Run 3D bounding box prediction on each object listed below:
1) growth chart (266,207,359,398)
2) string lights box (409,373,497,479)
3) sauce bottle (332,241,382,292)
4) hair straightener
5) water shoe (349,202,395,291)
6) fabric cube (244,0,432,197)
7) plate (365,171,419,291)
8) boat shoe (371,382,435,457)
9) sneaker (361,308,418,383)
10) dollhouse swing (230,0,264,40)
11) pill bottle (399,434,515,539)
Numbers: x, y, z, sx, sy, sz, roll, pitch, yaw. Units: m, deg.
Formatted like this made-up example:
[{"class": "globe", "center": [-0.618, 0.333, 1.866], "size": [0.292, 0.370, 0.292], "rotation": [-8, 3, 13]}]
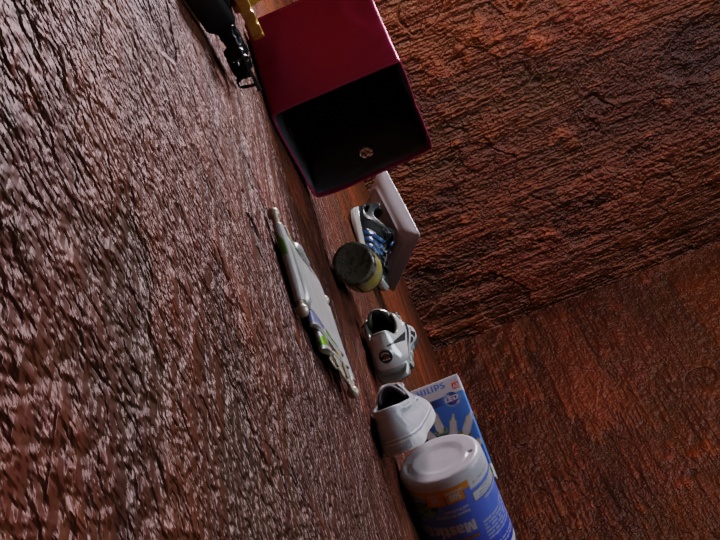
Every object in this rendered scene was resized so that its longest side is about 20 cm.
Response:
[{"class": "growth chart", "center": [-0.044, 0.042, 1.125], "size": [0.200, 0.018, 0.145], "rotation": [63, 8, -56]}, {"class": "string lights box", "center": [0.169, 0.305, 2.009], "size": [0.059, 0.102, 0.201], "rotation": [54, 15, -71]}, {"class": "sauce bottle", "center": [0.000, 0.000, 1.614], "size": [0.200, 0.064, 0.065], "rotation": [53, 16, -82]}, {"class": "hair straightener", "center": [-0.145, -0.241, 1.154], "size": [0.200, 0.041, 0.077], "rotation": [71, 0, -65]}, {"class": "water shoe", "center": [0.037, -0.055, 2.254], "size": [0.072, 0.079, 0.201], "rotation": [59, 11, -66]}, {"class": "fabric cube", "center": [-0.033, -0.267, 1.597], "size": [0.200, 0.195, 0.200], "rotation": [62, 6, -53]}, {"class": "plate", "center": [0.050, -0.087, 2.356], "size": [0.201, 0.032, 0.200], "rotation": [65, -29, 30]}, {"class": "boat shoe", "center": [0.046, 0.174, 1.358], "size": [0.200, 0.072, 0.069], "rotation": [-36, 106, -76]}, {"class": "sneaker", "center": [0.041, 0.089, 1.620], "size": [0.200, 0.074, 0.089], "rotation": [-97, 167, -75]}, {"class": "dollhouse swing", "center": [-0.133, -0.442, 1.444], "size": [0.176, 0.181, 0.200], "rotation": [46, -12, 39]}, {"class": "pill bottle", "center": [0.134, 0.322, 1.400], "size": [0.112, 0.111, 0.201], "rotation": [-99, 168, -71]}]
